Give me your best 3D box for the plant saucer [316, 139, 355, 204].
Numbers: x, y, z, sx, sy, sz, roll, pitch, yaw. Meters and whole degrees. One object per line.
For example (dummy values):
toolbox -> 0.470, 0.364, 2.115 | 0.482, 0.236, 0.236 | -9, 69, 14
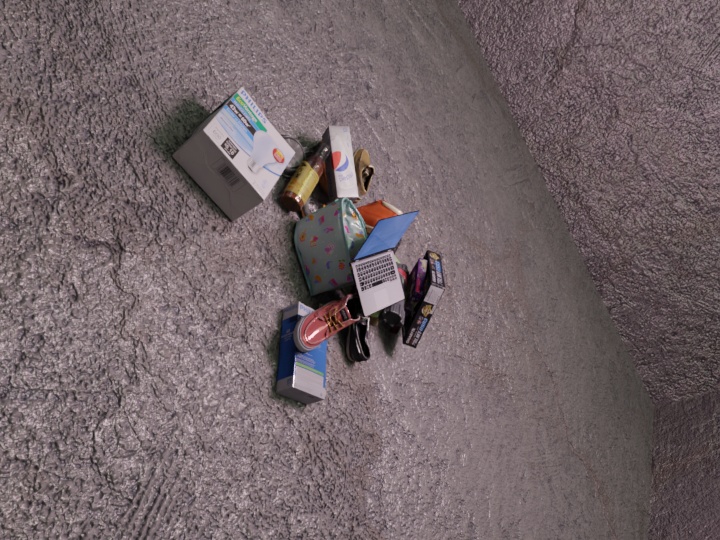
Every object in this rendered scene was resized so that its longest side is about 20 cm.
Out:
plant saucer -> -0.068, -0.276, 1.745 | 0.199, 0.037, 0.204 | 32, 48, -42

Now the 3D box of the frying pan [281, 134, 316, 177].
frying pan -> -0.157, -0.298, 1.613 | 0.187, 0.031, 0.118 | 5, 73, -37

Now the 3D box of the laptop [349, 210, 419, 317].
laptop -> 0.073, -0.018, 1.439 | 0.186, 0.114, 0.205 | -18, 94, -53

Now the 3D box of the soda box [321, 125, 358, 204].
soda box -> -0.056, -0.281, 1.644 | 0.062, 0.068, 0.205 | -2, 78, -23

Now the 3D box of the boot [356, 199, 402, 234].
boot -> 0.023, -0.153, 1.667 | 0.109, 0.197, 0.075 | -60, 151, -5

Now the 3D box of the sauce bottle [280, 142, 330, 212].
sauce bottle -> -0.136, -0.243, 1.569 | 0.066, 0.065, 0.203 | 44, 55, -28

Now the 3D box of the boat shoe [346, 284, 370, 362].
boat shoe -> 0.005, 0.128, 1.545 | 0.071, 0.062, 0.206 | 6, 85, -40

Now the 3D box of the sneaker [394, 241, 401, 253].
sneaker -> 0.054, -0.114, 1.789 | 0.071, 0.092, 0.200 | -56, 150, -10

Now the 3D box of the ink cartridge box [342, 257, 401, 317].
ink cartridge box -> 0.032, 0.027, 1.705 | 0.146, 0.048, 0.201 | 49, 61, -23

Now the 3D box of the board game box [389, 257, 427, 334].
board game box -> 0.130, 0.073, 1.690 | 0.032, 0.201, 0.122 | 21, 48, -5

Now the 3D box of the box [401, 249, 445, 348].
box -> 0.168, 0.075, 1.689 | 0.049, 0.201, 0.201 | 21, 27, -8

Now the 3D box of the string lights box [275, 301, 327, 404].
string lights box -> -0.128, 0.186, 1.384 | 0.102, 0.058, 0.204 | 31, 48, -40

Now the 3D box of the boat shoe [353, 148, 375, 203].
boat shoe -> 0.012, -0.280, 1.756 | 0.071, 0.075, 0.204 | 37, 44, -35

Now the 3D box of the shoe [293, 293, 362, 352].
shoe -> -0.068, 0.111, 1.377 | 0.073, 0.090, 0.200 | 62, 33, -6

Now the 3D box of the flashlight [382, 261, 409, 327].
flashlight -> 0.090, 0.060, 1.622 | 0.202, 0.066, 0.069 | -73, 152, -53

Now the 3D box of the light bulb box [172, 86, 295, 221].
light bulb box -> -0.277, -0.261, 1.376 | 0.199, 0.123, 0.202 | 49, 40, -24

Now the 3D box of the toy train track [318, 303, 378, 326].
toy train track -> -0.035, 0.115, 1.573 | 0.197, 0.032, 0.118 | 17, 77, -41

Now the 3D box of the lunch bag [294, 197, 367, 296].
lunch bag -> -0.066, -0.059, 1.507 | 0.121, 0.168, 0.205 | -10, 82, -53

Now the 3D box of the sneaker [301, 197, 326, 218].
sneaker -> -0.077, -0.130, 1.617 | 0.199, 0.076, 0.080 | 38, 46, -33
